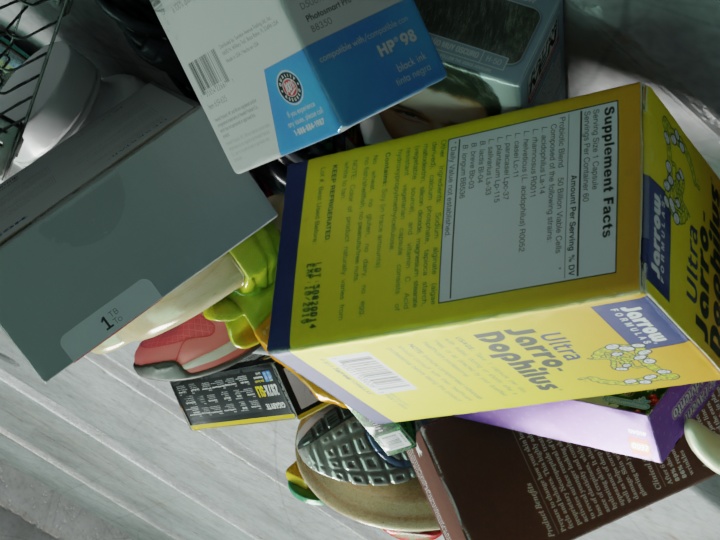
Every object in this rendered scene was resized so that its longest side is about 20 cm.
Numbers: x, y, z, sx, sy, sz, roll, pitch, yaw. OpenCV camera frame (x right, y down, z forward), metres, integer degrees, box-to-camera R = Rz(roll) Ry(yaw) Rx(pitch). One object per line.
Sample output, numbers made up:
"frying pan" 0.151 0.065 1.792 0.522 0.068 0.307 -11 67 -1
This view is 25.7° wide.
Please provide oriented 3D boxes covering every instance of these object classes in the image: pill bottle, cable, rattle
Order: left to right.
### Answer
"pill bottle" -0.155 -0.063 1.082 0.111 0.112 0.200 2 148 50
"rattle" -0.104 0.046 0.989 0.200 0.130 0.143 -30 118 21
"cable" -0.090 -0.119 0.888 0.163 0.051 0.200 29 159 44

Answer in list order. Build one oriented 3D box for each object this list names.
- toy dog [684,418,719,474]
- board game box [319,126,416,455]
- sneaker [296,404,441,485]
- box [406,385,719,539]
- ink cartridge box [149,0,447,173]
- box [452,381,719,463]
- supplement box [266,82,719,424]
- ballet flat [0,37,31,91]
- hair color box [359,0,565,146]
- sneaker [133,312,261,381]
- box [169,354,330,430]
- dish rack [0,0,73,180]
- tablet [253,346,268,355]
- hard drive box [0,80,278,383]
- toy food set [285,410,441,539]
"toy dog" 0.253 0.036 0.798 0.194 0.140 0.200 3 137 33
"board game box" 0.000 0.000 0.935 0.023 0.200 0.105 -18 135 18
"sneaker" 0.038 0.098 1.155 0.087 0.200 0.075 12 119 60
"box" 0.139 0.112 0.991 0.075 0.200 0.100 121 127 -73
"ink cartridge box" -0.053 -0.155 0.722 0.116 0.067 0.200 -13 105 61
"box" 0.123 0.040 0.948 0.200 0.137 0.039 10 132 40
"supplement box" 0.069 -0.001 0.782 0.200 0.109 0.110 -10 151 30
"ballet flat" -0.217 -0.095 1.143 0.200 0.074 0.074 36 158 -22
"hair color box" 0.055 -0.083 0.844 0.099 0.061 0.200 20 158 17
"sneaker" -0.073 -0.001 1.053 0.087 0.200 0.074 60 176 -12
"box" -0.033 0.064 1.181 0.200 0.160 0.049 -15 101 61
"dish rack" -0.255 -0.147 0.948 0.153 0.055 0.200 30 123 3
"tablet" -0.057 0.016 1.134 0.200 0.130 0.014 3 131 48
"hard drive box" -0.150 -0.032 0.916 0.077 0.156 0.200 56 174 -17
"toy food set" 0.047 0.129 1.199 0.198 0.200 0.049 23 135 33
